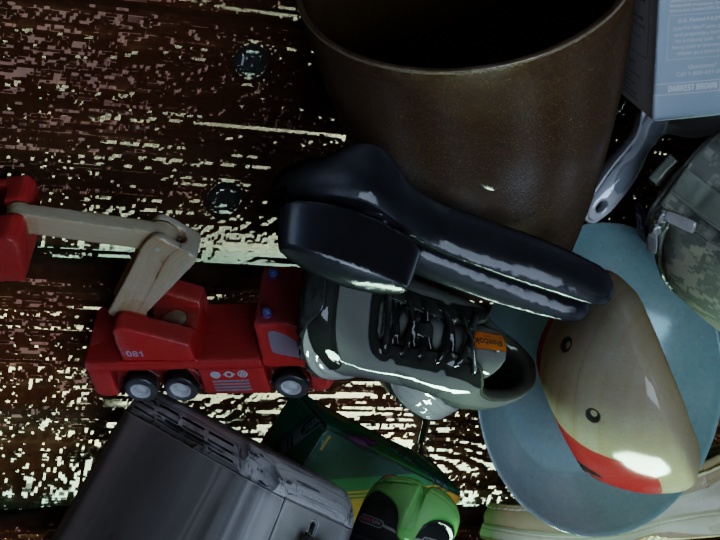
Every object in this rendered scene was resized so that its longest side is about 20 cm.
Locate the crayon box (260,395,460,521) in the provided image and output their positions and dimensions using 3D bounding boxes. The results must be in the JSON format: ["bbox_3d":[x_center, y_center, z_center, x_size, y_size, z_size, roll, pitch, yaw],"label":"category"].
[{"bbox_3d":[-0.041,0.190,1.179,0.118,0.058,0.201,29,98,-32],"label":"crayon box"}]

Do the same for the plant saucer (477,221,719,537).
[{"bbox_3d":[0.149,0.070,1.203,0.199,0.039,0.203,-1,91,-30],"label":"plant saucer"}]

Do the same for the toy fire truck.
[{"bbox_3d":[-0.116,0.010,1.031,0.198,0.049,0.142,-2,137,11],"label":"toy fire truck"}]

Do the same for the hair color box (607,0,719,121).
[{"bbox_3d":[0.174,-0.195,1.018,0.060,0.099,0.202,-6,113,-12],"label":"hair color box"}]

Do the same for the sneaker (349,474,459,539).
[{"bbox_3d":[0.005,0.206,1.097,0.076,0.084,0.201,18,134,10],"label":"sneaker"}]

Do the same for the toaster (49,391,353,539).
[{"bbox_3d":[-0.096,0.155,1.077,0.113,0.199,0.130,33,82,-42],"label":"toaster"}]

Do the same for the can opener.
[{"bbox_3d":[0.042,-0.011,0.984,0.198,0.063,0.079,17,73,-24],"label":"can opener"}]

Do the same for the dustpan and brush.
[{"bbox_3d":[0.192,-0.116,1.141,0.139,0.057,0.200,39,92,-32],"label":"dustpan and brush"}]

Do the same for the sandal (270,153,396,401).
[{"bbox_3d":[0.000,0.000,1.102,0.054,0.081,0.201,-30,128,3],"label":"sandal"}]

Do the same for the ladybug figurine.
[{"bbox_3d":[0.150,0.073,1.098,0.071,0.137,0.200,-23,161,7],"label":"ladybug figurine"}]

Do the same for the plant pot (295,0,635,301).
[{"bbox_3d":[0.070,-0.087,1.053,0.185,0.187,0.201,-23,132,-14],"label":"plant pot"}]

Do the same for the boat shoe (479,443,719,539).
[{"bbox_3d":[0.173,0.150,1.260,0.198,0.074,0.070,-3,90,-20],"label":"boat shoe"}]

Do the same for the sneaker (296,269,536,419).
[{"bbox_3d":[0.031,0.033,1.031,0.200,0.079,0.075,26,66,-54],"label":"sneaker"}]

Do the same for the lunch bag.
[{"bbox_3d":[0.278,-0.003,1.117,0.140,0.199,0.167,-58,156,11],"label":"lunch bag"}]
